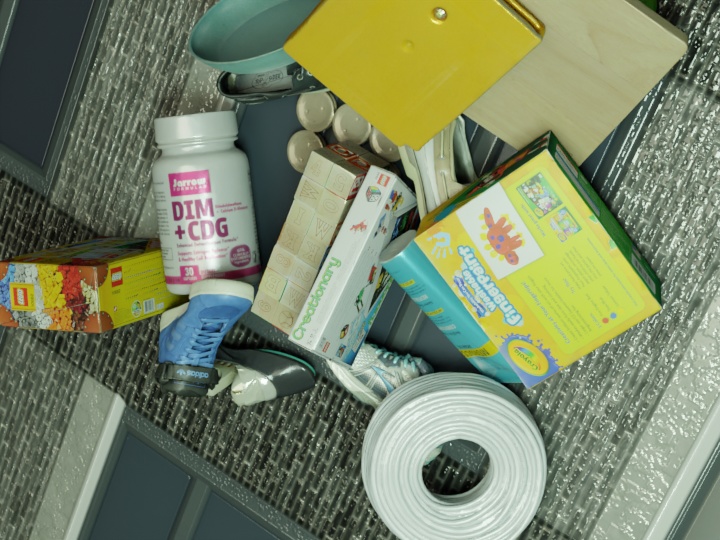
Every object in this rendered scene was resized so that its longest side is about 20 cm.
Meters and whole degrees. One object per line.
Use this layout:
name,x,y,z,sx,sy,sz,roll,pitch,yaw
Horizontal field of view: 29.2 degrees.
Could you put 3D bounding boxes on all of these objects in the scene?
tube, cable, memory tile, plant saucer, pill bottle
tube,0.100,0.046,1.459,0.200,0.050,0.077,49,162,-16
cable,0.100,0.210,1.479,0.198,0.069,0.201,14,102,-6
memory tile,-0.001,-0.186,1.536,0.152,0.017,0.201,22,109,23
plant saucer,-0.088,-0.267,1.489,0.199,0.201,0.036,-4,130,28
pill bottle,-0.179,-0.080,1.593,0.113,0.113,0.202,-3,97,28

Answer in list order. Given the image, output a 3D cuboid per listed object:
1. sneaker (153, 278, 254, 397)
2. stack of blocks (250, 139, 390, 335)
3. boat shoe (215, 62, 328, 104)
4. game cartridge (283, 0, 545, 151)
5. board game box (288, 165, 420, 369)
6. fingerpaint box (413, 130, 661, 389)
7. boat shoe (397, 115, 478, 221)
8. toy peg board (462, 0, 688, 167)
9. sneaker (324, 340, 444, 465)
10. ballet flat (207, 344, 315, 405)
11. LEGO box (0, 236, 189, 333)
sneaker,-0.176,0.084,1.548,0.200,0.076,0.112,-29,54,55
stack of blocks,-0.038,-0.039,1.518,0.058,0.115,0.201,30,114,16
boat shoe,-0.076,-0.229,1.521,0.198,0.066,0.075,-9,93,29
game cartridge,0.049,-0.224,1.333,0.176,0.033,0.200,39,131,-15
board game box,0.000,0.000,1.465,0.034,0.126,0.201,24,85,21
fingerpaint box,0.180,-0.010,1.395,0.166,0.073,0.200,-34,102,22
boat shoe,0.101,-0.076,1.466,0.068,0.075,0.201,-19,95,25
toy peg board,0.187,-0.231,1.366,0.199,0.098,0.199,33,130,-9
sneaker,0.036,0.116,1.546,0.086,0.078,0.200,-43,85,15
ballet flat,-0.148,0.125,1.635,0.199,0.073,0.074,12,104,27
LEGO box,-0.306,0.013,1.629,0.148,0.200,0.078,3,101,27
